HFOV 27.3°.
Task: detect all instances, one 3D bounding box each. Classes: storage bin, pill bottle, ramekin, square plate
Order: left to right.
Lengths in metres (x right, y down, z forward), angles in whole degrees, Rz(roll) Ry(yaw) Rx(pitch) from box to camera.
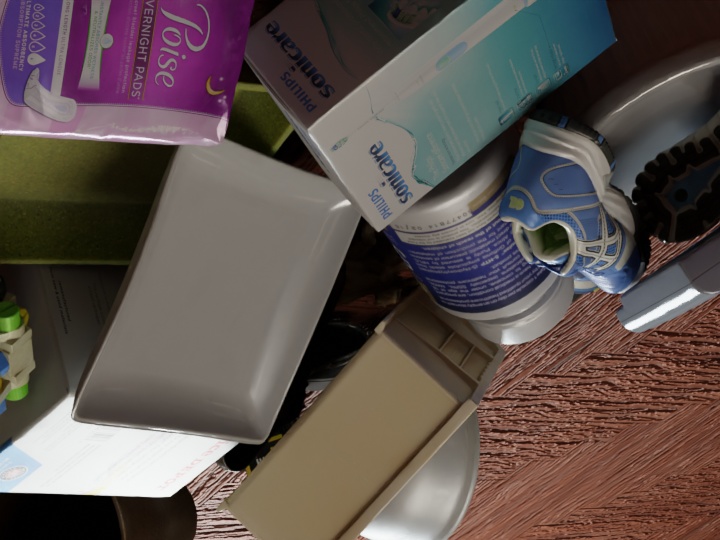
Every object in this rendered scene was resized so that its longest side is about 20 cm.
[{"bbox_3d":[-0.094,0.015,0.996,0.198,0.028,0.201,17,98,-53],"label":"square plate"},{"bbox_3d":[0.007,0.123,1.164,0.200,0.094,0.199,-50,176,15],"label":"storage bin"},{"bbox_3d":[0.084,-0.034,1.082,0.119,0.120,0.200,-26,137,10],"label":"pill bottle"},{"bbox_3d":[0.220,-0.129,1.080,0.202,0.094,0.203,-16,153,-8],"label":"ramekin"}]

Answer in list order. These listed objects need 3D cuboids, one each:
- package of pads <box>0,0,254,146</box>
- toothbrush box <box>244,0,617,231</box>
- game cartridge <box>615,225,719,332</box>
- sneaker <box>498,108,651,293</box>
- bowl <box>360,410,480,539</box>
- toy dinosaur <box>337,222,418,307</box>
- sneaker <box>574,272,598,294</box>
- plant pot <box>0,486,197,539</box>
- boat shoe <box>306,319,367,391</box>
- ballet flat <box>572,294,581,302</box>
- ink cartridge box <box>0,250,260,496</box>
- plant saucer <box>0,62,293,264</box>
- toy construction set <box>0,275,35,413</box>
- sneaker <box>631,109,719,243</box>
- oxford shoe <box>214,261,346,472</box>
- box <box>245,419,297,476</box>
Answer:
[{"bbox_3d":[-0.157,-0.131,0.784,0.199,0.076,0.121,0,112,-35],"label":"package of pads"},{"bbox_3d":[0.045,-0.138,0.896,0.200,0.085,0.146,-40,152,0],"label":"toothbrush box"},{"bbox_3d":[0.277,-0.030,1.018,0.200,0.042,0.133,-32,179,-20],"label":"game cartridge"},{"bbox_3d":[0.139,-0.030,1.001,0.077,0.076,0.200,-60,144,-12],"label":"sneaker"},{"bbox_3d":[0.012,0.157,1.346,0.090,0.202,0.201,5,144,-34],"label":"bowl"},{"bbox_3d":[0.000,0.000,1.203,0.101,0.058,0.200,-33,151,25],"label":"toy dinosaur"},{"bbox_3d":[0.140,-0.031,1.235,0.200,0.074,0.082,-1,139,-38],"label":"sneaker"},{"bbox_3d":[-0.240,0.238,1.371,0.187,0.187,0.200,-32,166,21],"label":"plant pot"},{"bbox_3d":[-0.072,0.070,1.261,0.199,0.074,0.068,7,143,-45],"label":"boat shoe"},{"bbox_3d":[0.114,0.017,1.318,0.200,0.068,0.069,-22,145,-21],"label":"ballet flat"},{"bbox_3d":[-0.192,0.072,1.101,0.147,0.145,0.200,-38,149,30],"label":"ink cartridge box"},{"bbox_3d":[-0.160,-0.078,0.956,0.200,0.048,0.200,0,147,-36],"label":"plant saucer"},{"bbox_3d":[-0.295,0.039,0.962,0.131,0.200,0.092,-50,167,-45],"label":"toy construction set"},{"bbox_3d":[0.280,-0.096,1.025,0.200,0.079,0.090,-35,170,27],"label":"sneaker"},{"bbox_3d":[-0.060,0.075,1.163,0.073,0.084,0.200,12,116,-40],"label":"oxford shoe"},{"bbox_3d":[-0.071,0.183,1.377,0.049,0.160,0.200,-19,154,1],"label":"box"}]
